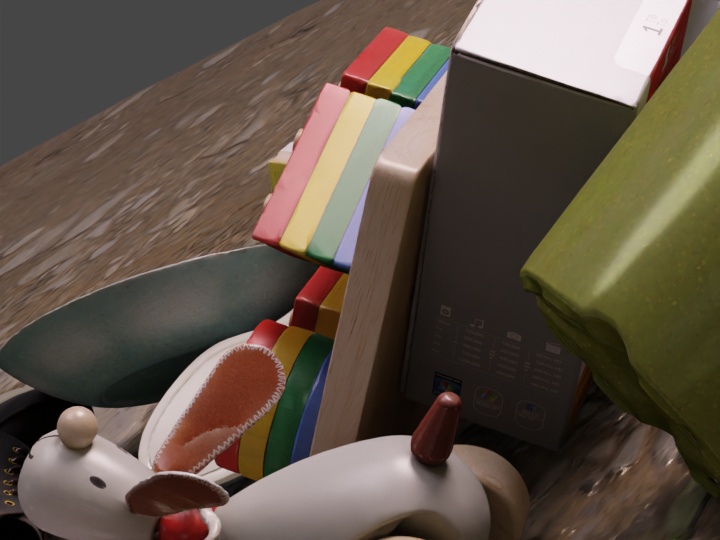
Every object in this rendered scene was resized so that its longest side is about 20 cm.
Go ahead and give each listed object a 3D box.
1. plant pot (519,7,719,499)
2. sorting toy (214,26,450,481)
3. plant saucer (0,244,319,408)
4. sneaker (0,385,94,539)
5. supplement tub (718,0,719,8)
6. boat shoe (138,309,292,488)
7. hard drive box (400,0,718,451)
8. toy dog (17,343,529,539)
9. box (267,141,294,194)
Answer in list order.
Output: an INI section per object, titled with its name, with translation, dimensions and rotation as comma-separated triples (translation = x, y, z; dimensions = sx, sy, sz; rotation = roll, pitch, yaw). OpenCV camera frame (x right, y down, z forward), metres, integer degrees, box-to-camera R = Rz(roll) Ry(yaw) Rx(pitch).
[plant pot]
translation = 0.164, -0.018, 0.856
dimensions = 0.190, 0.200, 0.200
rotation = -44, 14, -3
[sorting toy]
translation = 0.000, 0.000, 1.064
dimensions = 0.069, 0.200, 0.199
rotation = 18, 28, 10
[plant saucer]
translation = -0.097, 0.039, 1.321
dimensions = 0.201, 0.039, 0.201
rotation = -16, -13, -4
[sneaker]
translation = -0.186, 0.128, 1.310
dimensions = 0.106, 0.075, 0.200
rotation = -3, 27, 38
[supplement tub]
translation = 0.269, -0.172, 1.218
dimensions = 0.200, 0.132, 0.132
rotation = -15, 19, 30
[boat shoe]
translation = -0.029, 0.056, 1.265
dimensions = 0.200, 0.073, 0.062
rotation = -42, -28, -16
[hard drive box]
translation = 0.087, -0.051, 1.011
dimensions = 0.077, 0.200, 0.156
rotation = 19, 48, 13
[toy dog]
translation = -0.031, 0.078, 0.916
dimensions = 0.200, 0.096, 0.132
rotation = 0, 28, -5
[box]
translation = 0.057, -0.038, 1.224
dimensions = 0.200, 0.050, 0.075
rotation = 9, 32, 27
